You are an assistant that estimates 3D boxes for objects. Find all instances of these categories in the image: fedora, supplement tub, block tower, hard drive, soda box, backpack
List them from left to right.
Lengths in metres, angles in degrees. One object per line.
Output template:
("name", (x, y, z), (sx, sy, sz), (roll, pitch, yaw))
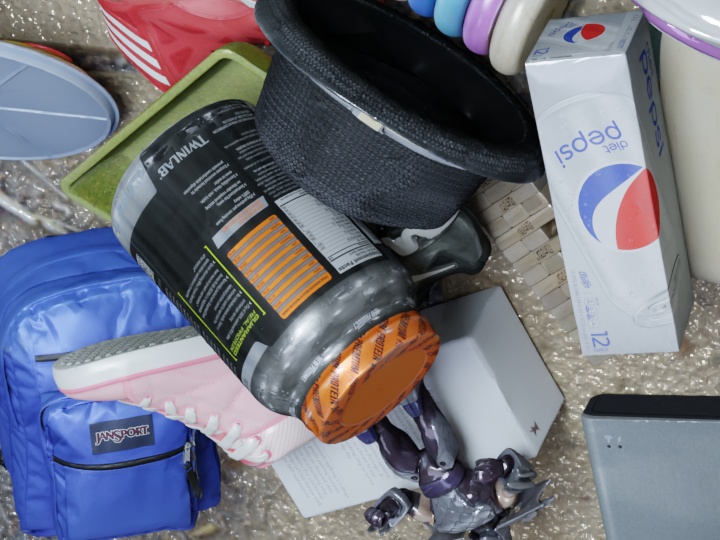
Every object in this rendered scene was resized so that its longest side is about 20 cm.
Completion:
("backpack", (-0.173, 0.079, 1.795), (0.162, 0.168, 0.201), (-11, 116, -16))
("supplement tub", (-0.050, 0.002, 1.569), (0.200, 0.122, 0.123), (48, 131, 19))
("fedora", (0.010, -0.088, 1.545), (0.200, 0.201, 0.092), (34, 114, 1))
("block tower", (0.124, -0.029, 1.666), (0.058, 0.054, 0.200), (-33, 103, 37))
("soda box", (0.152, -0.050, 1.546), (0.063, 0.068, 0.201), (-3, 116, 20))
("hard drive", (0.237, 0.178, 1.760), (0.139, 0.033, 0.201), (0, 120, 25))

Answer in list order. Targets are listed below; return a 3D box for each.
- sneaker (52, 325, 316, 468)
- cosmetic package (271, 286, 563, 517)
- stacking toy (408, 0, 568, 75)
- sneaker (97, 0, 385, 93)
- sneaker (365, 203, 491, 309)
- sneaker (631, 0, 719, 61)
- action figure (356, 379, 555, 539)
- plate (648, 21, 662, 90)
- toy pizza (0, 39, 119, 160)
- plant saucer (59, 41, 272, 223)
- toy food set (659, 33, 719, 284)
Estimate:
("sneaker", (-0.101, 0.087, 1.693), (0.075, 0.199, 0.105), (8, 107, 63))
("cosmetic package", (0.027, 0.092, 1.777), (0.199, 0.071, 0.102), (-17, 113, 32))
("stacking toy", (0.031, -0.203, 1.590), (0.199, 0.085, 0.086), (31, 129, 13))
("sneaker", (-0.076, -0.167, 1.675), (0.199, 0.079, 0.116), (14, 143, 15))
("sneaker", (0.000, 0.000, 1.668), (0.199, 0.067, 0.091), (-20, 131, 32))
("sneaker", (0.189, -0.190, 1.485), (0.200, 0.075, 0.100), (41, 106, 28))
("action figure", (0.044, 0.127, 1.705), (0.130, 0.069, 0.200), (-28, 112, 25))
("plate", (0.235, -0.076, 1.603), (0.199, 0.026, 0.201), (12, 125, 18))
("toy pizza", (-0.261, -0.125, 1.741), (0.199, 0.032, 0.200), (6, 161, 2))
("plant saucer", (-0.064, -0.066, 1.696), (0.199, 0.048, 0.200), (32, 137, -24))
("toy food set", (0.259, -0.069, 1.553), (0.143, 0.060, 0.201), (14, 125, 30))
